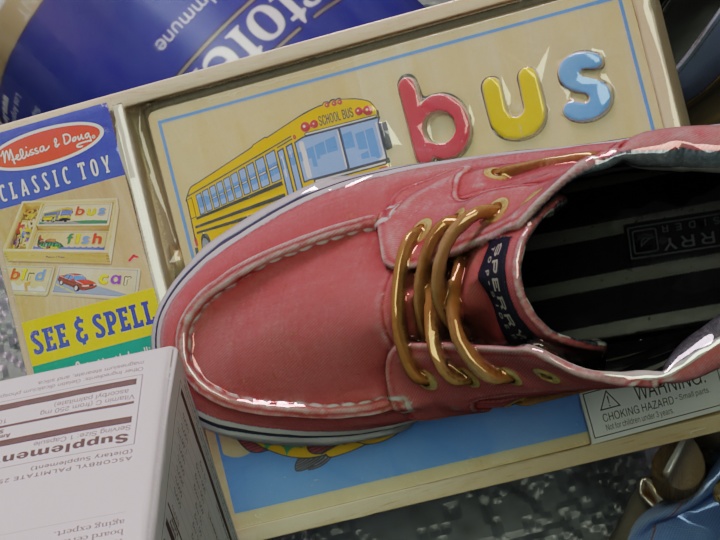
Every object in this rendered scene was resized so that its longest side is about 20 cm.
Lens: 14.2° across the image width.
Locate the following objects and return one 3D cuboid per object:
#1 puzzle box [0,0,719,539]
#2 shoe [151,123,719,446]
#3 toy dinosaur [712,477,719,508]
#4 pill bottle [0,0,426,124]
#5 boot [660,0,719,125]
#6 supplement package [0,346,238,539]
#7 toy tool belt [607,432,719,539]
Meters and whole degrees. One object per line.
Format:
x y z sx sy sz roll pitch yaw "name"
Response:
0.000 0.000 0.802 0.199 0.025 0.133 -15 88 13 "puzzle box"
0.032 0.002 0.734 0.200 0.091 0.072 -12 89 13 "shoe"
0.186 0.104 0.765 0.200 0.060 0.106 26 72 -16 "toy dinosaur"
-0.016 -0.036 0.879 0.200 0.116 0.116 42 80 12 "pill bottle"
0.135 -0.106 0.843 0.075 0.097 0.200 39 98 20 "boot"
-0.127 0.131 0.764 0.199 0.156 0.111 -11 31 8 "supplement package"
0.130 0.052 0.843 0.125 0.123 0.200 16 75 7 "toy tool belt"
